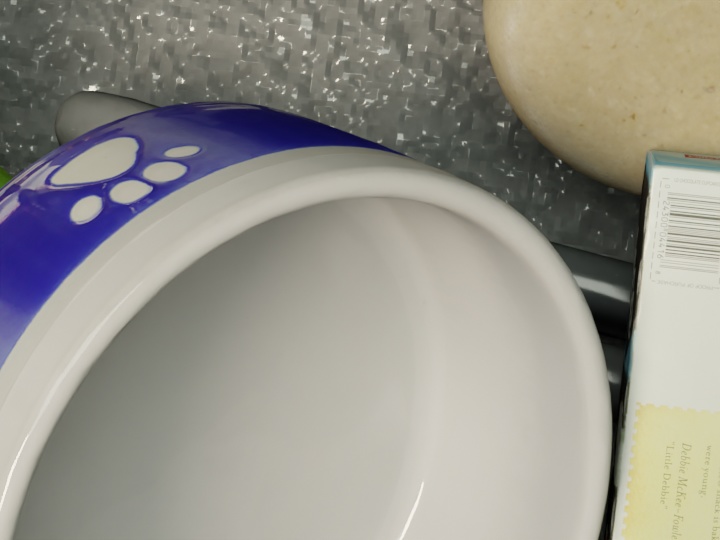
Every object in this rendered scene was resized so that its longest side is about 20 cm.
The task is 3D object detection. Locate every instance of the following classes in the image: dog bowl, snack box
[{"bbox_3d":[-0.032,0.059,0.703,0.200,0.200,0.079,-53,40,-8],"label":"dog bowl"},{"bbox_3d":[0.129,0.071,0.759,0.116,0.037,0.201,6,99,3],"label":"snack box"}]

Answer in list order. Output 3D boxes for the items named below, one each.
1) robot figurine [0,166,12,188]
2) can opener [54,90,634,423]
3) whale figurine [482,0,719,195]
[{"bbox_3d":[-0.165,-0.009,0.764,0.200,0.116,0.176,41,120,25],"label":"robot figurine"},{"bbox_3d":[0.000,0.000,0.799,0.199,0.066,0.053,16,78,0],"label":"can opener"},{"bbox_3d":[0.101,-0.121,0.767,0.158,0.104,0.201,1,121,7],"label":"whale figurine"}]
